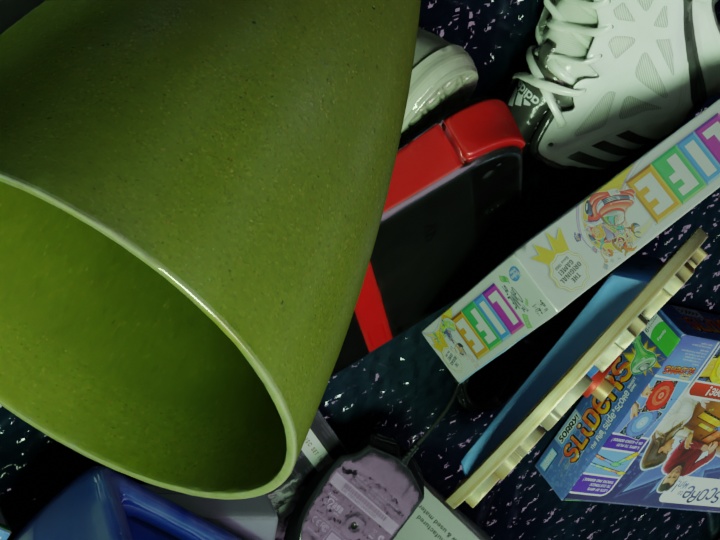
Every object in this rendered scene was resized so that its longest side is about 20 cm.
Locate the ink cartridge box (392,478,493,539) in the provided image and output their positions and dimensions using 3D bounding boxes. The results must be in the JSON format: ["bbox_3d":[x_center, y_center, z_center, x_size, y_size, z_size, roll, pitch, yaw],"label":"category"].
[{"bbox_3d":[0.010,0.233,1.008,0.200,0.084,0.145,-48,150,-2],"label":"ink cartridge box"}]

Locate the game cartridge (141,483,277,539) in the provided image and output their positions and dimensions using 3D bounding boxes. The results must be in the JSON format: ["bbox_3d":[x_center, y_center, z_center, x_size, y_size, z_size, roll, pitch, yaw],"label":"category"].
[{"bbox_3d":[-0.128,0.194,0.917,0.132,0.041,0.201,11,120,-37],"label":"game cartridge"}]

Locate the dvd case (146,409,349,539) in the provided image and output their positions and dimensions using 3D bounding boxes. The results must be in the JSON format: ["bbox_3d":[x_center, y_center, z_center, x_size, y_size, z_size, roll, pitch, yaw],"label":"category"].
[{"bbox_3d":[-0.087,0.158,0.953,0.199,0.016,0.149,-36,138,-3],"label":"dvd case"}]

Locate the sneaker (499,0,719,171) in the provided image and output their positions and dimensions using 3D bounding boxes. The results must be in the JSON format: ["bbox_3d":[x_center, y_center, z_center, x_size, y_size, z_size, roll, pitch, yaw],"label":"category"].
[{"bbox_3d":[0.107,-0.110,0.808,0.115,0.076,0.201,-41,142,-1],"label":"sneaker"}]

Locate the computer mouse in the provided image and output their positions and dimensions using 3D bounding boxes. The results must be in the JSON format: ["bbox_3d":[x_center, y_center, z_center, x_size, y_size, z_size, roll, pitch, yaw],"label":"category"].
[{"bbox_3d":[0.028,0.091,0.953,0.059,0.034,0.200,45,81,-19],"label":"computer mouse"}]

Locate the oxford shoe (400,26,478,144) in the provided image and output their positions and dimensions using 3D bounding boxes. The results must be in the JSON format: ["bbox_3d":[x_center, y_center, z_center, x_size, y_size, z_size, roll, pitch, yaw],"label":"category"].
[{"bbox_3d":[-0.018,-0.043,0.795,0.075,0.058,0.200,-25,158,-50],"label":"oxford shoe"}]

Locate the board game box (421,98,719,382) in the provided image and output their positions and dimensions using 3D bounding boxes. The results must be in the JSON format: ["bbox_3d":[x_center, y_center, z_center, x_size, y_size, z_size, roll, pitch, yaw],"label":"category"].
[{"bbox_3d":[0.132,-0.028,0.850,0.200,0.034,0.134,-35,175,-23],"label":"board game box"}]

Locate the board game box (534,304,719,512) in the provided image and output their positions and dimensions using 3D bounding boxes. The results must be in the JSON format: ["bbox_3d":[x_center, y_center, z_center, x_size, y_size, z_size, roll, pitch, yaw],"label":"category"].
[{"bbox_3d":[0.221,0.094,1.111,0.199,0.035,0.136,12,119,-43],"label":"board game box"}]

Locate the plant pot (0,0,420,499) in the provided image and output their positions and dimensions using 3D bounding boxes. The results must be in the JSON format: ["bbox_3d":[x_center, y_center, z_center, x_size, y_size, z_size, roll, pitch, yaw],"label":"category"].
[{"bbox_3d":[-0.061,-0.050,0.653,0.201,0.186,0.188,-59,149,-30],"label":"plant pot"}]

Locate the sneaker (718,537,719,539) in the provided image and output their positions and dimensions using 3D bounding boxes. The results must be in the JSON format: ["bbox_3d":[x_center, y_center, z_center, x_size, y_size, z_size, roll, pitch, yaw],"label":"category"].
[{"bbox_3d":[0.230,0.267,1.247,0.120,0.084,0.201,-13,135,-41],"label":"sneaker"}]

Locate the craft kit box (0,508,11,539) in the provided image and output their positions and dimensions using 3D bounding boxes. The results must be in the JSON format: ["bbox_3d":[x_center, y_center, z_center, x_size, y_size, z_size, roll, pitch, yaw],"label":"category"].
[{"bbox_3d":[-0.290,0.141,0.747,0.198,0.049,0.200,-49,132,7],"label":"craft kit box"}]

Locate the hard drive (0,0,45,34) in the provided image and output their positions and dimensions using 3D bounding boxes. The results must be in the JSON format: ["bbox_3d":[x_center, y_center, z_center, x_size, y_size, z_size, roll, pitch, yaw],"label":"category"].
[{"bbox_3d":[-0.168,-0.107,0.642,0.131,0.026,0.201,6,123,-40],"label":"hard drive"}]

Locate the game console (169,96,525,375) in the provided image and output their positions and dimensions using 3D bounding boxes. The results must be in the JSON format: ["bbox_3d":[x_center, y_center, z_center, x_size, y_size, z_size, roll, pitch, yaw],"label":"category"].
[{"bbox_3d":[0.000,0.000,0.812,0.176,0.031,0.200,-31,163,-4],"label":"game console"}]

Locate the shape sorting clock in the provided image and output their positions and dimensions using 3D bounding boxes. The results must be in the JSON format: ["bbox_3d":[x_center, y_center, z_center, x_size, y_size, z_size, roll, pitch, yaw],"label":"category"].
[{"bbox_3d":[0.117,0.054,0.922,0.200,0.039,0.200,-50,173,-9],"label":"shape sorting clock"}]

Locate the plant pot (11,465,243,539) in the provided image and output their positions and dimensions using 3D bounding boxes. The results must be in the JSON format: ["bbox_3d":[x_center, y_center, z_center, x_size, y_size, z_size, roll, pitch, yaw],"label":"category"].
[{"bbox_3d":[-0.107,0.244,0.809,0.179,0.201,0.200,-38,140,11],"label":"plant pot"}]
